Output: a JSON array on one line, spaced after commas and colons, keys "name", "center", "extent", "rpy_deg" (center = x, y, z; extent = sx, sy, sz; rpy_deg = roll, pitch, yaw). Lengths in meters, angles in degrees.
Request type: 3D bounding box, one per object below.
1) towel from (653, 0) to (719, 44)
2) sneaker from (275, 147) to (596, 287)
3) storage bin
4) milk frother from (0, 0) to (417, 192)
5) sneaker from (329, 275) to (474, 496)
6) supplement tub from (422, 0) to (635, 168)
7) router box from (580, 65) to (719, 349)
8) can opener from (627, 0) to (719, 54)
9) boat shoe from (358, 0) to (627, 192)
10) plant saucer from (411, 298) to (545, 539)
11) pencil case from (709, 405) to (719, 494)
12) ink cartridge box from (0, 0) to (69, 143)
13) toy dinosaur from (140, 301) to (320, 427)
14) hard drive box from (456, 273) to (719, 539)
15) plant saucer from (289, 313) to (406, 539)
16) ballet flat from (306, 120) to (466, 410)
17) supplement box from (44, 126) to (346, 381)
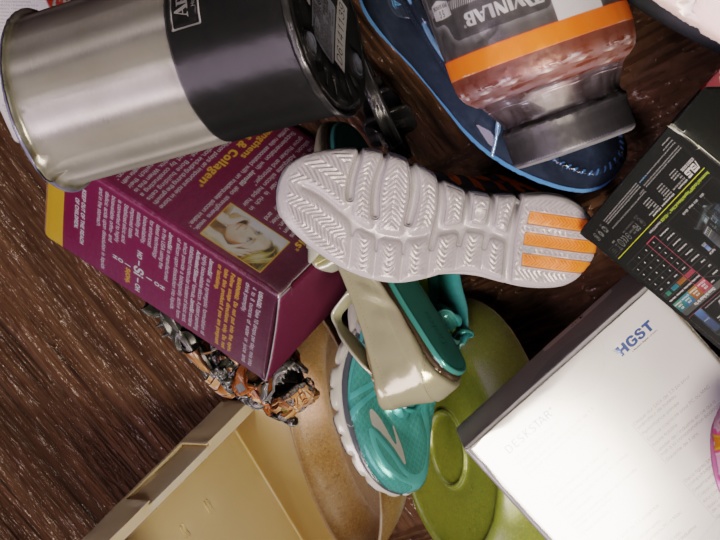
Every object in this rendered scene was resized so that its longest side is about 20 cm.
[{"name": "towel", "center": [0.167, -0.231, 1.028], "extent": [0.191, 0.032, 0.200], "rpy_deg": [33, 123, 0]}, {"name": "sneaker", "center": [0.041, -0.030, 1.317], "extent": [0.200, 0.078, 0.112], "rpy_deg": [13, -176, -9]}, {"name": "storage bin", "center": [-0.095, 0.235, 1.669], "extent": [0.094, 0.200, 0.199], "rpy_deg": [-3, 123, 48]}, {"name": "milk frother", "center": [-0.083, -0.111, 1.292], "extent": [0.188, 0.181, 0.200], "rpy_deg": [-13, 125, 20]}, {"name": "sneaker", "center": [0.032, 0.049, 1.396], "extent": [0.080, 0.077, 0.200], "rpy_deg": [-2, 82, 45]}, {"name": "supplement tub", "center": [0.084, -0.160, 1.142], "extent": [0.107, 0.107, 0.200], "rpy_deg": [-17, 93, 50]}, {"name": "router box", "center": [0.220, -0.022, 1.179], "extent": [0.150, 0.062, 0.200], "rpy_deg": [41, 162, 4]}, {"name": "can opener", "center": [0.220, -0.122, 1.127], "extent": [0.200, 0.063, 0.079], "rpy_deg": [30, 126, 20]}, {"name": "boat shoe", "center": [0.075, -0.122, 1.250], "extent": [0.200, 0.084, 0.069], "rpy_deg": [37, 155, 6]}, {"name": "plant saucer", "center": [0.071, 0.120, 1.446], "extent": [0.200, 0.031, 0.200], "rpy_deg": [173, 90, -66]}, {"name": "pencil case", "center": [0.302, 0.096, 1.203], "extent": [0.200, 0.087, 0.088], "rpy_deg": [-14, 117, 30]}, {"name": "ink cartridge box", "center": [-0.236, -0.183, 1.520], "extent": [0.109, 0.050, 0.200], "rpy_deg": [8, 130, 40]}, {"name": "toy dinosaur", "center": [-0.100, 0.055, 1.576], "extent": [0.200, 0.102, 0.136], "rpy_deg": [-2, 123, 47]}, {"name": "hard drive box", "center": [0.184, 0.126, 1.324], "extent": [0.200, 0.156, 0.077], "rpy_deg": [49, -177, -6]}, {"name": "plant saucer", "center": [-0.009, 0.113, 1.545], "extent": [0.200, 0.035, 0.200], "rpy_deg": [165, 90, -72]}, {"name": "ballet flat", "center": [0.000, 0.000, 1.358], "extent": [0.200, 0.069, 0.069], "rpy_deg": [67, 149, 20]}, {"name": "supplement box", "center": [-0.101, -0.042, 1.462], "extent": [0.200, 0.131, 0.103], "rpy_deg": [33, 144, 16]}]
